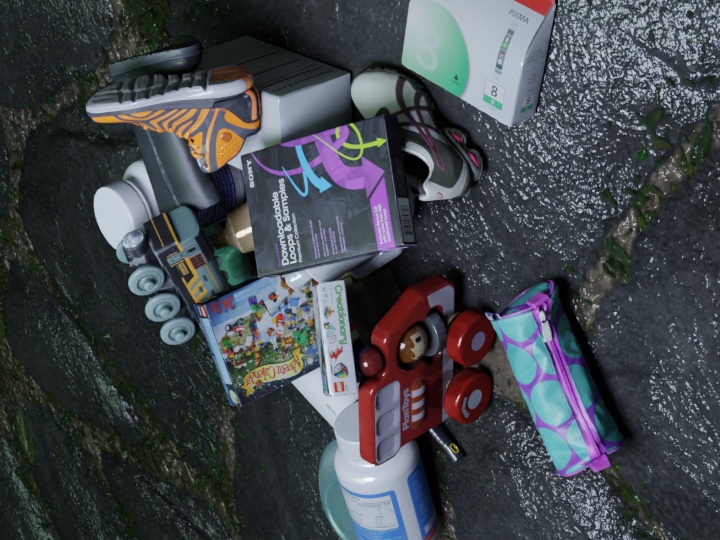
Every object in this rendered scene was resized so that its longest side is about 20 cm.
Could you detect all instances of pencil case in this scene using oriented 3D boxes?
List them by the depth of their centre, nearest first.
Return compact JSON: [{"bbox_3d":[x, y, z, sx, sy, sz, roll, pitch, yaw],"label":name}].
[{"bbox_3d":[0.213,0.118,1.501,0.202,0.084,0.092,65,171,-4],"label":"pencil case"}]

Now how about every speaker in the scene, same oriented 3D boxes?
[{"bbox_3d":[-0.066,0.122,1.842,0.200,0.081,0.082,45,140,24],"label":"speaker"}]

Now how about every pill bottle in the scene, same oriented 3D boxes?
[{"bbox_3d":[0.029,0.266,1.764,0.112,0.112,0.202,20,136,42],"label":"pill bottle"},{"bbox_3d":[-0.246,-0.101,1.826,0.119,0.199,0.121,27,130,37],"label":"pill bottle"}]

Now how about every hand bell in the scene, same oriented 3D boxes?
[{"bbox_3d":[-0.192,-0.034,1.784,0.104,0.198,0.105,-23,-90,-88],"label":"hand bell"}]

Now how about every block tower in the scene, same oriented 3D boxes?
[{"bbox_3d":[0.000,0.000,1.713,0.054,0.057,0.202,-20,93,53],"label":"block tower"}]

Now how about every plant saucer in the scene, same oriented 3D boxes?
[{"bbox_3d":[-0.002,0.335,1.930,0.200,0.038,0.203,27,130,37],"label":"plant saucer"}]

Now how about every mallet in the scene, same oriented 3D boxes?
[{"bbox_3d":[0.053,0.165,1.738,0.201,0.066,0.041,55,146,10],"label":"mallet"}]

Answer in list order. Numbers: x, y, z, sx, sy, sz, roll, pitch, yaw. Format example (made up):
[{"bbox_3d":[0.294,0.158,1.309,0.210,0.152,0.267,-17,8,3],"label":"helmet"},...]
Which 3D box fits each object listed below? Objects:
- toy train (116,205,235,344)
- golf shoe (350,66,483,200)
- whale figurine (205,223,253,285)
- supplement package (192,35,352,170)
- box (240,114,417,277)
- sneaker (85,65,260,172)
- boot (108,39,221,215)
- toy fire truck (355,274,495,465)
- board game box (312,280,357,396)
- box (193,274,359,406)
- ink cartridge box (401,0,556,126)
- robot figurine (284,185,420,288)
[{"bbox_3d":[-0.225,0.009,1.722,0.086,0.113,0.201,61,176,42],"label":"toy train"},{"bbox_3d":[0.047,-0.155,1.535,0.200,0.088,0.078,44,137,25],"label":"golf shoe"},{"bbox_3d":[-0.236,-0.021,1.942,0.199,0.103,0.161,20,126,42],"label":"whale figurine"},{"bbox_3d":[-0.116,-0.196,1.681,0.199,0.117,0.118,26,129,40],"label":"supplement package"},{"bbox_3d":[-0.039,-0.079,1.523,0.198,0.036,0.145,-13,84,33],"label":"box"},{"bbox_3d":[-0.211,-0.164,1.584,0.197,0.078,0.113,-5,121,6],"label":"sneaker"},{"bbox_3d":[-0.217,-0.168,1.668,0.164,0.065,0.202,-1,109,51],"label":"boot"},{"bbox_3d":[0.062,0.114,1.611,0.112,0.167,0.202,26,130,38],"label":"toy fire truck"},{"bbox_3d":[-0.032,0.084,1.628,0.200,0.034,0.128,127,136,-84],"label":"board game box"},{"bbox_3d":[-0.099,0.068,1.749,0.038,0.199,0.138,-2,111,60],"label":"box"},{"bbox_3d":[0.123,-0.270,1.409,0.160,0.050,0.202,35,137,32],"label":"ink cartridge box"},{"bbox_3d":[-0.020,-0.063,1.611,0.170,0.199,0.113,49,-164,-35],"label":"robot figurine"}]
